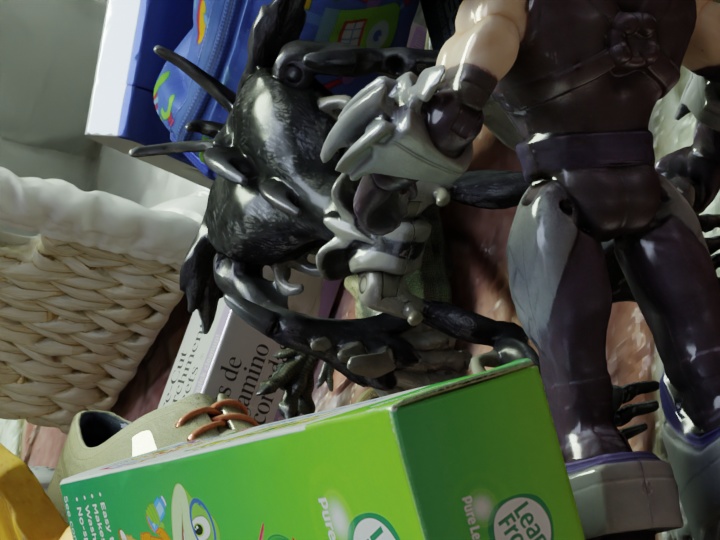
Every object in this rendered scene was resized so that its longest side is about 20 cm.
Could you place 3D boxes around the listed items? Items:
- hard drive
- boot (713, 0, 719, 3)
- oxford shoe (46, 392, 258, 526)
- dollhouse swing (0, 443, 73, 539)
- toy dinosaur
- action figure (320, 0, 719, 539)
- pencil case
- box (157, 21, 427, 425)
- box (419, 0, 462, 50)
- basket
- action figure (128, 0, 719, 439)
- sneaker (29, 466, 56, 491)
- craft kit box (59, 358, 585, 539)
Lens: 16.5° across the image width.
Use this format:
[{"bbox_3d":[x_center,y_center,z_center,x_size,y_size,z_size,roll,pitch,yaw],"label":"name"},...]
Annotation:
[{"bbox_3d":[-0.047,-0.135,0.948,0.025,0.132,0.201,6,83,26],"label":"hard drive"},{"bbox_3d":[0.144,-0.146,0.665,0.200,0.097,0.075,-39,-4,1],"label":"boot"},{"bbox_3d":[-0.049,0.077,0.817,0.199,0.070,0.074,-3,84,50],"label":"oxford shoe"},{"bbox_3d":[-0.190,0.152,0.840,0.175,0.182,0.200,-35,43,-24],"label":"dollhouse swing"},{"bbox_3d":[0.000,0.000,0.854,0.088,0.047,0.201,-27,42,33],"label":"toy dinosaur"},{"bbox_3d":[0.056,-0.012,0.601,0.069,0.129,0.201,154,108,-64],"label":"action figure"},{"bbox_3d":[-0.014,-0.114,0.787,0.078,0.087,0.201,44,136,30],"label":"pencil case"},{"bbox_3d":[-0.029,-0.005,0.928,0.041,0.039,0.201,8,77,67],"label":"box"},{"bbox_3d":[0.073,-0.162,0.831,0.158,0.051,0.200,-53,27,27],"label":"box"},{"bbox_3d":[-0.169,-0.057,1.069,0.201,0.197,0.161,-92,23,-43],"label":"basket"},{"bbox_3d":[0.017,-0.012,0.739,0.200,0.102,0.119,33,106,43],"label":"action figure"},{"bbox_3d":[-0.134,0.181,0.950,0.115,0.075,0.201,23,94,65],"label":"sneaker"},{"bbox_3d":[0.003,0.134,0.605,0.197,0.048,0.201,-19,86,58],"label":"craft kit box"}]
